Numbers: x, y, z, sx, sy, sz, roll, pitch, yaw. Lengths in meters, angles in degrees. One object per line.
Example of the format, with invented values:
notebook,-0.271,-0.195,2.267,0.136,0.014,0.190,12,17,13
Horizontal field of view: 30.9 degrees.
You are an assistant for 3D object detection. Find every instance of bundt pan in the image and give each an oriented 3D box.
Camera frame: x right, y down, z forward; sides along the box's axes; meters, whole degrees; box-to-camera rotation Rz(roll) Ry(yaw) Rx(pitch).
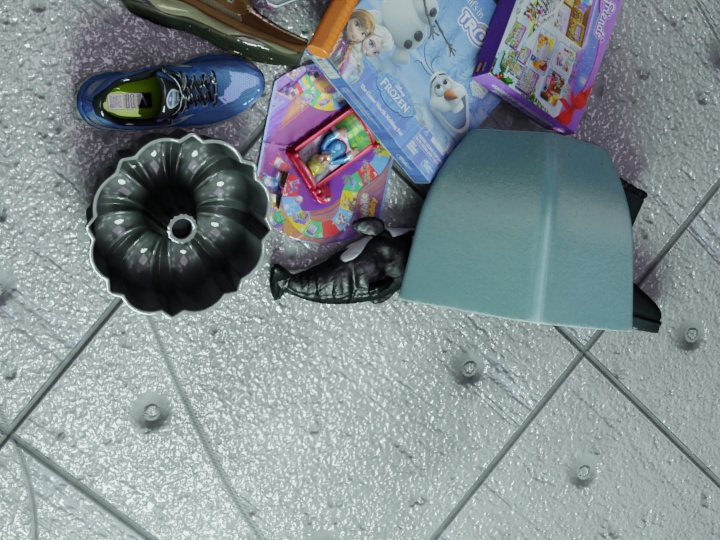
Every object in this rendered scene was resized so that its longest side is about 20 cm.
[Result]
bundt pan,-0.196,-0.056,1.361,0.199,0.076,0.205,-9,115,-21

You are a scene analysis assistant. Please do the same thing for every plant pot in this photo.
plant pot,0.182,-0.049,1.426,0.194,0.195,0.203,6,92,-48

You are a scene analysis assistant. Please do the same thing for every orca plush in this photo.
orca plush,0.000,0.000,1.450,0.197,0.071,0.107,-1,112,-20

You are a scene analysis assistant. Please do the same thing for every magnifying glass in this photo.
magnifying glass,-0.003,-0.310,1.369,0.079,0.022,0.202,21,72,15

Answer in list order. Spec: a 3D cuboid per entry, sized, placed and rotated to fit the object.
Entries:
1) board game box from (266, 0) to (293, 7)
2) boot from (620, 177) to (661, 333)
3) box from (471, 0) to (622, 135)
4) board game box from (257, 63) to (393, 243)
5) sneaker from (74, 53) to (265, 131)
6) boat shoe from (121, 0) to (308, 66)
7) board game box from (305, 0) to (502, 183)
board game box,-0.044,-0.393,1.344,0.198,0.026,0.202,-23,87,-13
boot,0.302,-0.025,1.563,0.196,0.073,0.165,18,92,-22
box,0.215,-0.272,1.459,0.136,0.039,0.202,29,75,-27
board game box,-0.030,-0.126,1.435,0.156,0.039,0.203,9,99,-21
sneaker,-0.190,-0.176,1.341,0.197,0.089,0.080,-13,106,-19
boat shoe,-0.145,-0.273,1.335,0.198,0.076,0.075,20,85,-12
board game box,0.070,-0.238,1.430,0.199,0.043,0.200,-49,113,-15
